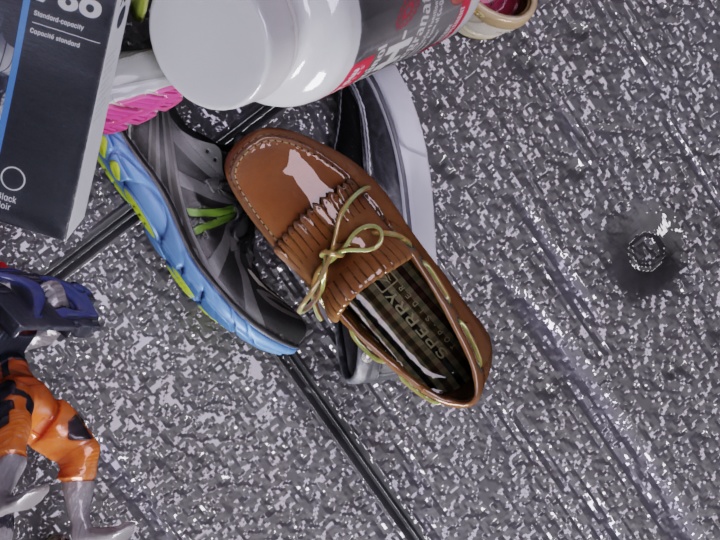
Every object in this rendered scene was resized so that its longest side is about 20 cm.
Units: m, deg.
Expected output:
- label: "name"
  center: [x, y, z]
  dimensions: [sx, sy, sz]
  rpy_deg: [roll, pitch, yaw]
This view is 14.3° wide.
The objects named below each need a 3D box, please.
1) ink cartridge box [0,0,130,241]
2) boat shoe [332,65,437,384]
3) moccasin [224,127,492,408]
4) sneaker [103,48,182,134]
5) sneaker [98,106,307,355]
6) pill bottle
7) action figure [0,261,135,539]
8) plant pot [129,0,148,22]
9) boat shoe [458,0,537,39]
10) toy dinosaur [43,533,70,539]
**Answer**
- label: "ink cartridge box"
  center: [-0.177, -0.120, 1.508]
  dimensions: [0.099, 0.039, 0.200]
  rpy_deg: [17, 116, 6]
- label: "boat shoe"
  center: [0.001, -0.031, 1.698]
  dimensions: [0.068, 0.072, 0.200]
  rpy_deg: [-11, 104, -20]
- label: "moccasin"
  center: [-0.001, 0.001, 1.630]
  dimensions: [0.074, 0.078, 0.201]
  rpy_deg: [-34, 105, 8]
- label: "sneaker"
  center: [-0.192, -0.121, 1.589]
  dimensions: [0.200, 0.081, 0.088]
  rpy_deg: [0, 85, 5]
- label: "sneaker"
  center: [-0.085, -0.037, 1.662]
  dimensions: [0.083, 0.071, 0.200]
  rpy_deg: [-33, 101, -9]
- label: "pill bottle"
  center: [-0.026, -0.154, 1.594]
  dimensions: [0.200, 0.111, 0.111]
  rpy_deg: [-29, 105, -50]
- label: "action figure"
  center: [-0.218, 0.061, 1.578]
  dimensions: [0.105, 0.194, 0.200]
  rpy_deg: [-40, 153, 22]
- label: "plant pot"
  center: [-0.200, -0.245, 1.561]
  dimensions: [0.190, 0.200, 0.200]
  rpy_deg: [6, 91, -8]
- label: "boat shoe"
  center: [0.041, -0.224, 1.697]
  dimensions: [0.074, 0.069, 0.200]
  rpy_deg: [-44, 106, -12]
- label: "toy dinosaur"
  center: [-0.156, 0.251, 1.670]
  dimensions: [0.088, 0.047, 0.200]
  rpy_deg: [2, 93, -5]
